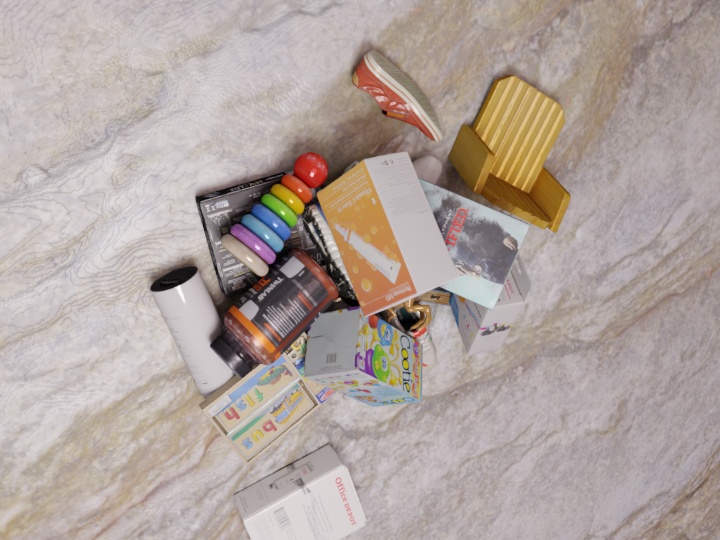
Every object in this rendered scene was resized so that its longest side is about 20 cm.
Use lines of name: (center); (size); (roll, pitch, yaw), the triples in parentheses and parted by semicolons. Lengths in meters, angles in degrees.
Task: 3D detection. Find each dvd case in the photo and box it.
dvd case: (0.143, -0.044, 1.048); (0.198, 0.022, 0.147); (25, 102, 11)

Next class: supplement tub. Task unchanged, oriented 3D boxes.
supplement tub: (-0.133, 0.068, 1.022); (0.200, 0.107, 0.107); (-45, 118, -13)

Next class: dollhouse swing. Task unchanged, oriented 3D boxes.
dollhouse swing: (0.289, -0.207, 1.166); (0.198, 0.182, 0.177); (22, 116, -27)

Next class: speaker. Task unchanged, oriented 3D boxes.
speaker: (-0.252, 0.096, 1.051); (0.081, 0.081, 0.202); (-26, 114, -15)

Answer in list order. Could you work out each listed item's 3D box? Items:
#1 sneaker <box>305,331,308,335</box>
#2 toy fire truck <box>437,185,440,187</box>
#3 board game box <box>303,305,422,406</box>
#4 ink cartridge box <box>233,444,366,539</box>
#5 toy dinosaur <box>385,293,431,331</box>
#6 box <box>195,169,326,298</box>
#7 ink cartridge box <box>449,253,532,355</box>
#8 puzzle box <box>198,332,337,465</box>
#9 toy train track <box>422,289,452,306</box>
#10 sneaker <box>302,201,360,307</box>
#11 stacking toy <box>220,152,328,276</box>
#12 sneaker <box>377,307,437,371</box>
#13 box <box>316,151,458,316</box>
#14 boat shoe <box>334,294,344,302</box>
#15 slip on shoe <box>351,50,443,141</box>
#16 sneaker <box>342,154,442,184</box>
sneaker: (-0.090, 0.136, 1.129); (0.198, 0.076, 0.089); (6, 122, -25)
toy fire truck: (0.163, -0.065, 1.154); (0.200, 0.141, 0.049); (41, 87, -18)
board game box: (0.011, 0.146, 1.102); (0.200, 0.104, 0.104); (35, 51, -48)
ink cartridge box: (-0.107, 0.433, 1.215); (0.198, 0.083, 0.148); (-24, 114, -16)
toy dinosaur: (0.085, 0.039, 1.094); (0.199, 0.060, 0.107); (-28, 93, 18)
box: (-0.144, -0.064, 1.073); (0.198, 0.043, 0.162); (-20, 112, -18)
ink cartridge box: (0.214, 0.042, 1.139); (0.067, 0.116, 0.201); (-8, 145, -12)
puzzle box: (-0.140, 0.202, 1.077); (0.199, 0.025, 0.134); (-38, 118, -13)
toy train track: (0.173, 0.050, 1.261); (0.198, 0.033, 0.116); (9, 108, -21)
sneaker: (-0.011, -0.025, 1.067); (0.089, 0.078, 0.202); (-29, 103, -21)
stacking toy: (-0.117, -0.093, 1.010); (0.085, 0.085, 0.201); (42, 82, -28)
sneaker: (0.092, 0.116, 1.205); (0.070, 0.093, 0.201); (-34, 116, -11)
box: (0.037, -0.053, 0.991); (0.097, 0.124, 0.202); (-18, 83, -42)
boat shoe: (0.000, 0.000, 1.143); (0.198, 0.071, 0.063); (-24, 104, -13)
slip on shoe: (0.064, -0.275, 1.100); (0.061, 0.075, 0.199); (-36, 130, 28)
sneaker: (0.039, -0.148, 1.115); (0.200, 0.074, 0.116); (-44, 121, -6)
